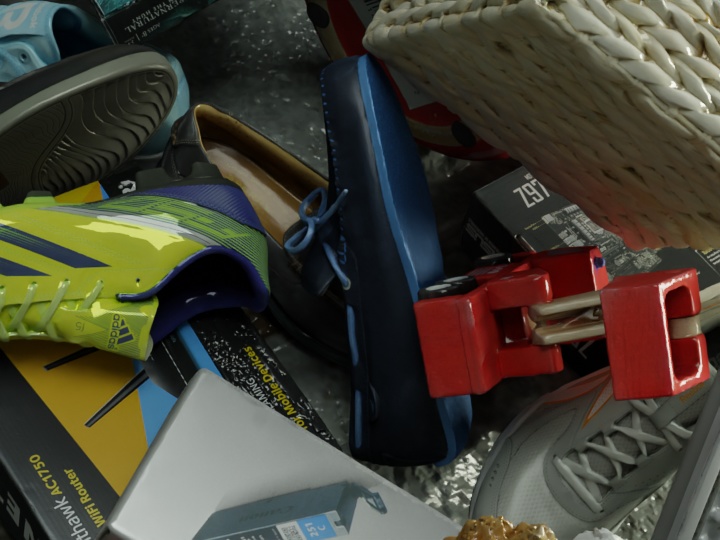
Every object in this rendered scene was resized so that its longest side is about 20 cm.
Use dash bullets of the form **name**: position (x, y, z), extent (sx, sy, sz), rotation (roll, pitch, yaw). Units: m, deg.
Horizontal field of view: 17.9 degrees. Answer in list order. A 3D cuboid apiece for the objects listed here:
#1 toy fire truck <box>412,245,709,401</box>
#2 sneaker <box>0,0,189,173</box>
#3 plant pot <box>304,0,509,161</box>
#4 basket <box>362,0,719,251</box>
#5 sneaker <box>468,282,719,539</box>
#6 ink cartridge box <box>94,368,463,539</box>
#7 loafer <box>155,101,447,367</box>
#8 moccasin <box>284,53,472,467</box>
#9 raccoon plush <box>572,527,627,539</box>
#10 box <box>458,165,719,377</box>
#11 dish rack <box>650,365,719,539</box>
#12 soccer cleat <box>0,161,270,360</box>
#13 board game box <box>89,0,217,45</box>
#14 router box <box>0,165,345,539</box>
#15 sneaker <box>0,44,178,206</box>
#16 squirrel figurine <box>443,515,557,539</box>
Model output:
- **toy fire truck**: position (0.101, 0.021, 1.050), extent (0.140, 0.049, 0.200), rotation (-8, 7, 21)
- **sneaker**: position (-0.181, -0.118, 1.199), extent (0.198, 0.082, 0.074), rotation (15, 49, -1)
- **plant pot**: position (0.082, -0.172, 1.230), extent (0.200, 0.201, 0.182), rotation (38, 58, 18)
- **basket**: position (0.138, -0.126, 1.045), extent (0.199, 0.198, 0.162), rotation (36, 76, -21)
- **sneaker**: position (0.134, 0.069, 1.079), extent (0.200, 0.092, 0.076), rotation (-40, 88, -9)
- **ink cartridge box**: position (-0.029, 0.167, 0.990), extent (0.199, 0.045, 0.177), rotation (31, 57, -3)
- **loafer**: position (-0.021, -0.012, 1.157), extent (0.199, 0.073, 0.073), rotation (29, 49, 9)
- **moccasin**: position (0.000, 0.000, 1.092), extent (0.068, 0.202, 0.080), rotation (-10, 3, 18)
- **raccoon plush**: position (0.144, 0.210, 0.944), extent (0.133, 0.201, 0.097), rotation (23, 64, 33)
- **box**: position (0.177, -0.014, 1.224), extent (0.199, 0.044, 0.160), rotation (-28, 63, -31)
- **dish rack**: position (0.210, 0.083, 1.051), extent (0.171, 0.201, 0.044), rotation (7, 20, -36)
- **soccer cleat**: position (-0.134, 0.008, 1.050), extent (0.199, 0.065, 0.084), rotation (-15, 65, -21)
- **board game box**: position (-0.104, -0.205, 1.213), extent (0.135, 0.028, 0.200), rotation (-30, 43, -3)
- **router box**: position (-0.120, 0.057, 1.089), extent (0.148, 0.051, 0.200), rotation (-24, 62, -28)
- **sneaker**: position (-0.196, -0.080, 1.140), extent (0.199, 0.075, 0.107), rotation (-28, 56, -5)
- **squirrel figurine**: position (0.024, 0.178, 0.905), extent (0.200, 0.141, 0.187), rotation (-41, 69, 13)
